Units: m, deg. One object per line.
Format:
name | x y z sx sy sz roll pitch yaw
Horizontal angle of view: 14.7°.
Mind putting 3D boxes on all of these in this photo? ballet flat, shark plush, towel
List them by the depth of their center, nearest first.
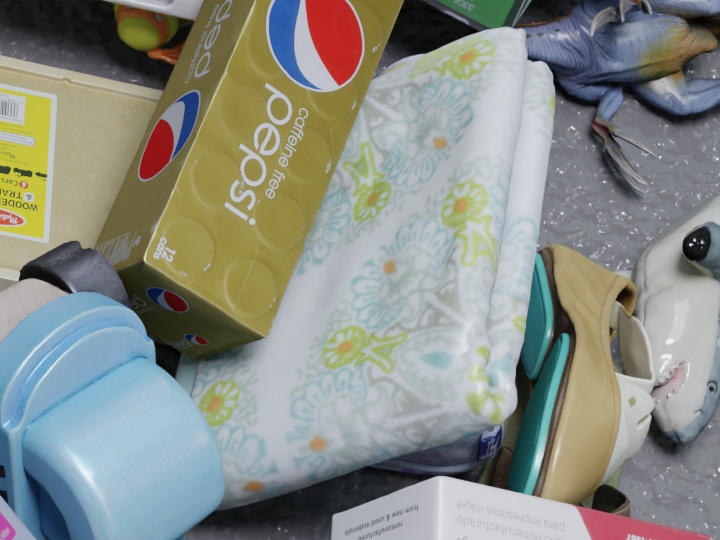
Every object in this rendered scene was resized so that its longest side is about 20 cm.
towel | 0.000 0.000 1.195 0.048 0.171 0.201 38 46 -34
ballet flat | 0.101 0.049 1.218 0.063 0.069 0.200 17 30 -6
shark plush | 0.178 0.010 1.373 0.084 0.091 0.200 57 31 -3

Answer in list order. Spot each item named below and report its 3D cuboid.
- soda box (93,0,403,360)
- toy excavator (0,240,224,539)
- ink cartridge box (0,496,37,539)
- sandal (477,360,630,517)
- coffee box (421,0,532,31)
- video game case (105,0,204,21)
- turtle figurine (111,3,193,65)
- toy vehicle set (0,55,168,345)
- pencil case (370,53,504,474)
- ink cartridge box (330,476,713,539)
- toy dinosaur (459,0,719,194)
soda box | -0.046 -0.065 1.200 0.068 0.064 0.201 33 64 -23
toy excavator | -0.089 0.113 1.122 0.199 0.196 0.100 28 43 35
ink cartridge box | -0.129 0.185 1.059 0.200 0.042 0.119 54 46 -13
sandal | 0.087 0.105 1.243 0.079 0.057 0.202 18 51 -12
coffee box | 0.048 -0.199 1.390 0.122 0.044 0.200 27 35 -4
video game case | -0.119 -0.200 1.323 0.181 0.024 0.201 12 45 -5
turtle figurine | -0.085 -0.151 1.348 0.199 0.065 0.162 15 44 -2
toy vehicle set | -0.168 -0.042 1.257 0.199 0.027 0.125 12 53 -16
pencil case | 0.031 -0.005 1.277 0.082 0.091 0.201 6 51 2
ink cartridge box | 0.064 0.198 1.102 0.146 0.083 0.201 14 66 -30
toy dinosaur | 0.128 -0.103 1.425 0.180 0.106 0.200 5 16 -5
